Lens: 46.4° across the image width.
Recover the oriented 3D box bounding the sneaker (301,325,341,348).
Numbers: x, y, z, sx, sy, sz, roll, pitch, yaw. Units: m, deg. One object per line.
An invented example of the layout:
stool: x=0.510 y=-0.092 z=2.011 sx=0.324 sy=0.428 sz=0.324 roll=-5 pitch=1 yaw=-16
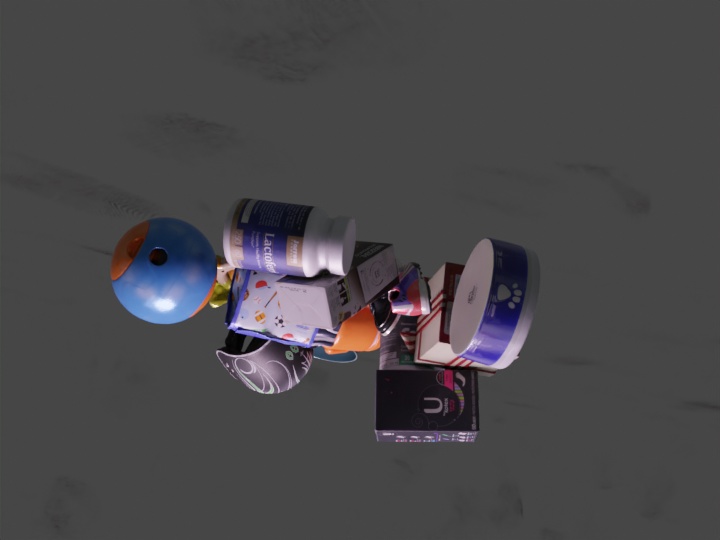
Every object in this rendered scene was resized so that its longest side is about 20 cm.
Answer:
sneaker: x=-0.127 y=0.093 z=1.719 sx=0.199 sy=0.109 sz=0.070 roll=17 pitch=-175 yaw=24

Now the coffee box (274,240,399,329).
coffee box: x=-0.036 y=0.021 z=1.447 sx=0.112 sy=0.080 sz=0.200 roll=6 pitch=-154 yaw=38

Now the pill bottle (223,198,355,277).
pill bottle: x=-0.113 y=-0.051 z=1.369 sx=0.198 sy=0.117 sz=0.116 roll=7 pitch=167 yaw=12

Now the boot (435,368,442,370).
boot: x=0.137 y=0.157 z=1.925 sx=0.200 sy=0.065 sz=0.165 roll=52 pitch=-177 yaw=8

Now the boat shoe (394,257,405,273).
boat shoe: x=0.000 y=0.000 z=1.602 sx=0.199 sy=0.072 sz=0.069 roll=4 pitch=-170 yaw=42

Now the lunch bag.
lunch bag: x=-0.150 y=0.030 z=1.552 sx=0.169 sy=0.202 sz=0.124 roll=14 pitch=166 yaw=-20

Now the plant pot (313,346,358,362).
plant pot: x=-0.086 y=0.117 z=1.983 sx=0.198 sy=0.136 sz=0.200 roll=14 pitch=158 yaw=6

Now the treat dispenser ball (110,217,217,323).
treat dispenser ball: x=-0.371 y=0.000 z=1.595 sx=0.199 sy=0.203 sz=0.201 roll=10 pitch=167 yaw=2

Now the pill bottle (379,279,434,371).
pill bottle: x=0.095 y=0.123 z=1.721 sx=0.112 sy=0.202 sz=0.113 roll=0 pitch=158 yaw=0

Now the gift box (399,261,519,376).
gift box: x=0.189 y=0.089 z=1.609 sx=0.198 sy=0.186 sz=0.187 roll=15 pitch=158 yaw=-7

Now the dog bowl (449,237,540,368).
dog bowl: x=0.214 y=0.052 z=1.357 sx=0.078 sy=0.202 sz=0.200 roll=16 pitch=166 yaw=-8

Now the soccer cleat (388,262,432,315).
soccer cleat: x=0.082 y=0.033 z=1.545 sx=0.072 sy=0.069 sz=0.200 roll=-8 pitch=-163 yaw=-3

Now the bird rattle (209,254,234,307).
bird rattle: x=-0.241 y=0.020 z=1.815 sx=0.198 sy=0.114 sz=0.163 roll=6 pitch=154 yaw=8

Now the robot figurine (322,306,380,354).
robot figurine: x=-0.020 y=0.116 z=1.818 sx=0.199 sy=0.145 sz=0.116 roll=7 pitch=-178 yaw=-34

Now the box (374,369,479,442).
box: x=0.128 y=0.264 z=1.632 sx=0.198 sy=0.123 sz=0.106 roll=-1 pitch=158 yaw=4

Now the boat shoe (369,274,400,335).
boat shoe: x=0.038 y=0.049 z=1.615 sx=0.066 sy=0.200 sz=0.075 roll=35 pitch=120 yaw=-16

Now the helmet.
helmet: x=-0.197 y=0.171 z=1.814 sx=0.199 sy=0.201 sz=0.191 roll=2 pitch=145 yaw=32
